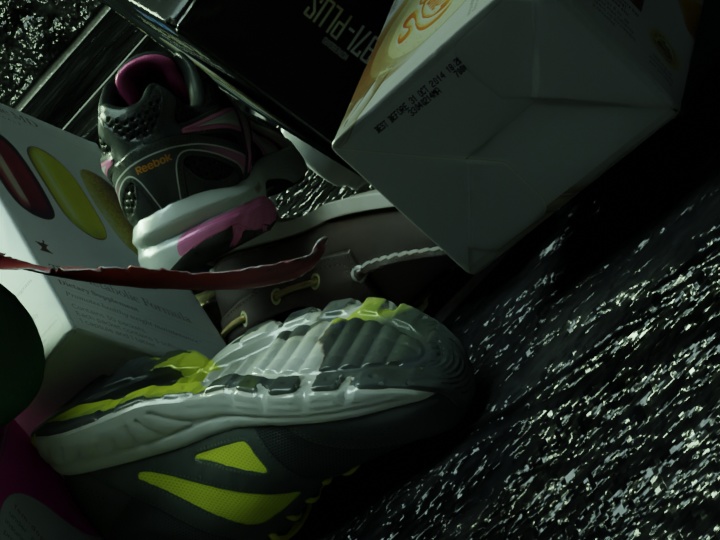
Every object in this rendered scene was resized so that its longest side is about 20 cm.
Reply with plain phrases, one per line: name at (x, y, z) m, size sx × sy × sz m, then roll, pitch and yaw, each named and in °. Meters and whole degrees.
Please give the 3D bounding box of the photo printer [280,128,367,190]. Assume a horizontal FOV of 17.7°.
photo printer at (0.055, -0.147, 1.176) m, size 0.200 × 0.069 × 0.166 m, roll -42°, pitch 11°, yaw 27°

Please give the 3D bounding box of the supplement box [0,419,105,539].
supplement box at (-0.158, 0.165, 0.890) m, size 0.103 × 0.101 × 0.200 m, roll -27°, pitch 25°, yaw 16°

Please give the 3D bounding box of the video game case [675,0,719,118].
video game case at (0.138, -0.135, 0.995) m, size 0.200 × 0.025 × 0.181 m, roll -54°, pitch 15°, yaw -17°

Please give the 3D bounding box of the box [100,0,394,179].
box at (-0.054, -0.132, 1.053) m, size 0.086 × 0.164 × 0.200 m, roll -55°, pitch 41°, yaw 0°

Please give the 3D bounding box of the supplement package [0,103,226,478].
supplement package at (-0.156, 0.019, 1.057) m, size 0.110 × 0.114 × 0.200 m, roll -51°, pitch 46°, yaw 16°

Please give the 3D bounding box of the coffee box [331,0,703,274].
coffee box at (0.072, -0.106, 0.905) m, size 0.114 × 0.080 × 0.200 m, roll -38°, pitch 18°, yaw 34°

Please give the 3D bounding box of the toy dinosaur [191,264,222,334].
toy dinosaur at (-0.078, 0.039, 1.174) m, size 0.181 × 0.200 × 0.105 m, roll 57°, pitch -146°, yaw -83°

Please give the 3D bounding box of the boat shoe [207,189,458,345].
boat shoe at (0.000, 0.000, 0.998) m, size 0.200 × 0.072 × 0.060 m, roll -12°, pitch 80°, yaw 51°

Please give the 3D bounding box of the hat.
hat at (-0.141, 0.027, 0.945) m, size 0.200 × 0.176 × 0.166 m, roll -135°, pitch 48°, yaw -56°

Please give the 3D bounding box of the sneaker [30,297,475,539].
sneaker at (-0.034, 0.069, 0.913) m, size 0.200 × 0.085 × 0.074 m, roll -11°, pitch 23°, yaw 34°

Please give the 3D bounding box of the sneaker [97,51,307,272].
sneaker at (-0.075, -0.060, 1.024) m, size 0.080 × 0.086 × 0.200 m, roll -25°, pitch 10°, yaw 1°
